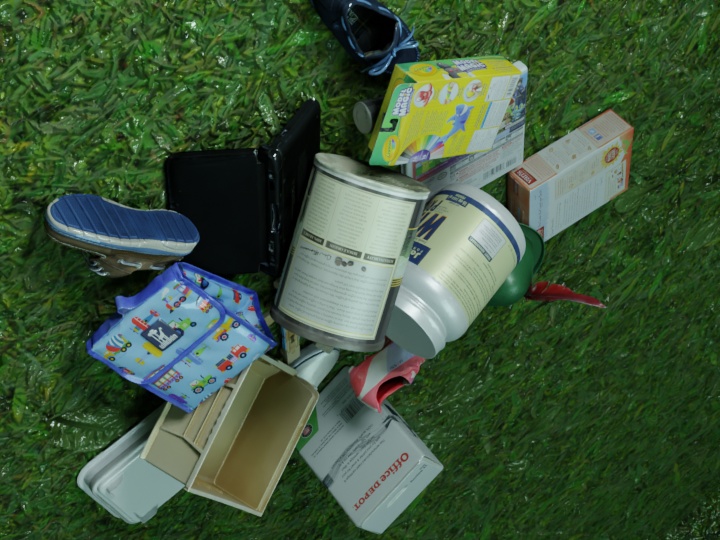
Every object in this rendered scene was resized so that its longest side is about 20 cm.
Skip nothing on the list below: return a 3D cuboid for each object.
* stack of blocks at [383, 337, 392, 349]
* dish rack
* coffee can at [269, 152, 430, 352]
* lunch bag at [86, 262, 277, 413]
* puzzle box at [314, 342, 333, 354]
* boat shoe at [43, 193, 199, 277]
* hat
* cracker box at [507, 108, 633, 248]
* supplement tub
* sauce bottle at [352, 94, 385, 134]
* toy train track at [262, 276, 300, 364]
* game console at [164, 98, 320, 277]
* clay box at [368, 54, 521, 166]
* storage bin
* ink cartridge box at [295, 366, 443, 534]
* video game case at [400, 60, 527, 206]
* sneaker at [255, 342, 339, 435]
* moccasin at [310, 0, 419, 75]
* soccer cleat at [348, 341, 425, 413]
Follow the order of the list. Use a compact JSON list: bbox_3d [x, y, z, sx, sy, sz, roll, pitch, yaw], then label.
[{"bbox_3d":[0.046,0.050,1.880,0.199,0.059,0.116,15,116,-52],"label":"stack of blocks"},{"bbox_3d":[-0.272,0.264,1.800,0.200,0.044,0.172,-39,146,-8],"label":"dish rack"},{"bbox_3d":[-0.013,-0.022,1.580,0.146,0.146,0.202,3,109,-48],"label":"coffee can"},{"bbox_3d":[-0.224,0.067,1.579,0.150,0.094,0.200,-38,143,14],"label":"lunch bag"},{"bbox_3d":[0.000,0.000,1.725,0.025,0.133,0.201,29,109,-13],"label":"puzzle box"},{"bbox_3d":[-0.269,-0.029,1.452,0.199,0.073,0.072,10,129,-46],"label":"boat shoe"},{"bbox_3d":[0.212,0.043,1.891,0.164,0.177,0.201,4,138,-21],"label":"hat"},{"bbox_3d":[0.309,-0.134,1.952,0.199,0.058,0.135,-31,145,-19],"label":"cracker box"},{"bbox_3d":[0.109,0.001,1.736,0.200,0.144,0.145,-50,150,-20],"label":"supplement tub"},{"bbox_3d":[0.080,-0.211,1.624,0.199,0.065,0.065,-18,140,-30],"label":"sauce bottle"},{"bbox_3d":[-0.102,0.059,1.765,0.114,0.033,0.201,-37,153,-23],"label":"toy train track"},{"bbox_3d":[-0.134,-0.097,1.566,0.201,0.116,0.176,94,23,-47],"label":"game console"},{"bbox_3d":[0.090,-0.189,1.557,0.199,0.048,0.116,-11,134,-38],"label":"clay box"},{"bbox_3d":[-0.166,0.200,1.743,0.200,0.093,0.200,-63,150,-7],"label":"storage bin"},{"bbox_3d":[0.004,0.266,1.947,0.147,0.200,0.083,-46,147,6],"label":"ink cartridge box"},{"bbox_3d":[0.138,-0.168,1.768,0.199,0.023,0.183,-29,144,-18],"label":"video game case"},{"bbox_3d":[-0.094,0.185,1.872,0.200,0.071,0.073,-47,147,6],"label":"sneaker"},{"bbox_3d":[0.011,-0.261,1.487,0.081,0.068,0.199,-51,146,12],"label":"moccasin"},{"bbox_3d":[0.072,0.114,1.853,0.200,0.077,0.067,-41,147,-4],"label":"soccer cleat"}]
